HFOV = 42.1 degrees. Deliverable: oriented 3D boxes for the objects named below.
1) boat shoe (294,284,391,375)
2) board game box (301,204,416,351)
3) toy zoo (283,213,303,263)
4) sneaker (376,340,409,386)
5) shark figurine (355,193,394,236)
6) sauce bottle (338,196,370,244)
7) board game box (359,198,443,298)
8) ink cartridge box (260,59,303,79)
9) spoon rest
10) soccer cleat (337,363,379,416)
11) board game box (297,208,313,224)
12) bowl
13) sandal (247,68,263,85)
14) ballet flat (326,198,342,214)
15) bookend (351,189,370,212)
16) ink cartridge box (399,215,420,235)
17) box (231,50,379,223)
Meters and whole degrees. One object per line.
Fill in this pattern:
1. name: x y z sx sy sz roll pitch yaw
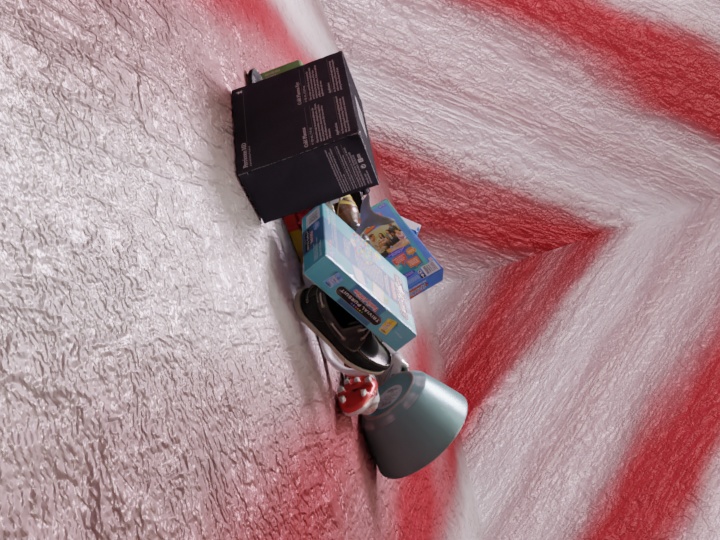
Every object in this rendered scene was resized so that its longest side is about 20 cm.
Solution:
1. boat shoe: -0.013 0.091 1.420 0.200 0.067 0.072 44 37 -29
2. board game box: -0.004 0.009 1.406 0.200 0.047 0.152 42 22 -27
3. toy zoo: -0.111 -0.102 1.561 0.132 0.020 0.202 -92 164 -63
4. sneaker: 0.062 0.224 1.767 0.087 0.074 0.202 44 -25 43
5. shark figurine: -0.010 -0.010 1.588 0.089 0.127 0.217 37 -41 55
6. sauce bottle: -0.043 -0.123 1.792 0.201 0.064 0.065 59 2 21
7. board game box: 0.042 -0.027 1.791 0.201 0.151 0.045 54 -17 28
8. ink cartridge box: -0.106 -0.258 1.716 0.145 0.083 0.202 43 30 -75
9. spoon rest: -0.050 0.085 1.510 0.201 0.060 0.099 61 2 17
10. soccer cleat: 0.002 0.207 1.541 0.200 0.068 0.086 -93 163 -76
11. board game box: -0.076 -0.070 1.536 0.158 0.038 0.203 51 29 -82
12. bowl: 0.079 0.253 1.636 0.105 0.200 0.201 50 14 -17
13. sandal: -0.136 -0.257 1.543 0.075 0.048 0.202 39 26 -58
14. ballet flat: -0.054 -0.130 1.659 0.201 0.068 0.064 100 -31 -58
15. bookend: -0.022 -0.117 1.999 0.199 0.091 0.202 58 18 -65
16. ink cartridge box: 0.051 -0.011 1.951 0.146 0.083 0.202 -55 167 -81
17. box: -0.083 -0.196 1.360 0.105 0.180 0.202 65 11 -46
